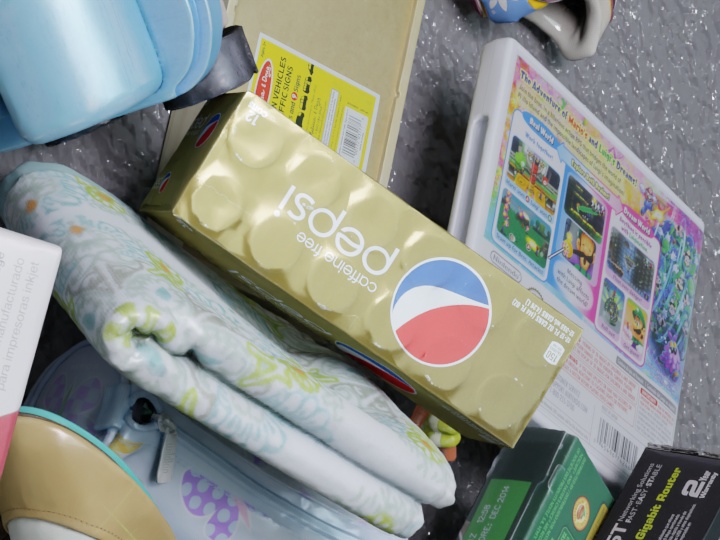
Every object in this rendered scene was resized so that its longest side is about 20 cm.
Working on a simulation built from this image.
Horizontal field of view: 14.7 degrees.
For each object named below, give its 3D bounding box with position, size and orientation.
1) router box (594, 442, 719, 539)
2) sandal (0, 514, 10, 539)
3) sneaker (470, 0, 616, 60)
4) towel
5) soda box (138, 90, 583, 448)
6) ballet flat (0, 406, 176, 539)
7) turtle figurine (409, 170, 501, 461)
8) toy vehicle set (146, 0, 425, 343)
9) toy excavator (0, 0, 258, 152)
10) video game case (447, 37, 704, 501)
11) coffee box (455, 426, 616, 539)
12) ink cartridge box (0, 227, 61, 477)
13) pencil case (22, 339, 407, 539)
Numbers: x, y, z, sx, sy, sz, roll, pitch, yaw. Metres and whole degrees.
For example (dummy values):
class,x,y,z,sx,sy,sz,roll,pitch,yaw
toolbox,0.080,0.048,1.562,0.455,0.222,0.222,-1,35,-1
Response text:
class,x,y,z,sx,sy,sz,roll,pitch,yaw
router box,0.150,0.211,1.386,0.201,0.062,0.150,-58,135,-30
sandal,-0.168,0.129,1.225,0.201,0.057,0.080,35,64,-35
sneaker,0.074,-0.183,1.466,0.199,0.075,0.091,27,64,-42
towel,-0.061,0.034,1.245,0.200,0.171,0.048,33,94,-32
soda box,0.000,0.000,1.283,0.199,0.064,0.068,35,81,-16
ballet flat,-0.109,0.131,1.205,0.200,0.068,0.063,55,45,-50
turtle figurine,0.060,0.048,1.440,0.161,0.064,0.201,44,49,-39
toy vehicle set,-0.035,-0.077,1.391,0.124,0.026,0.201,26,68,-38
toy excavator,-0.164,-0.087,1.215,0.200,0.193,0.100,-49,120,-66
video game case,0.111,0.007,1.443,0.200,0.024,0.183,39,52,-41
coffee box,0.105,0.188,1.412,0.123,0.044,0.200,-61,138,-28
ink cartridge box,-0.238,0.031,1.106,0.199,0.083,0.148,16,87,-24
pencil case,-0.067,0.104,1.298,0.200,0.090,0.084,34,45,-36
